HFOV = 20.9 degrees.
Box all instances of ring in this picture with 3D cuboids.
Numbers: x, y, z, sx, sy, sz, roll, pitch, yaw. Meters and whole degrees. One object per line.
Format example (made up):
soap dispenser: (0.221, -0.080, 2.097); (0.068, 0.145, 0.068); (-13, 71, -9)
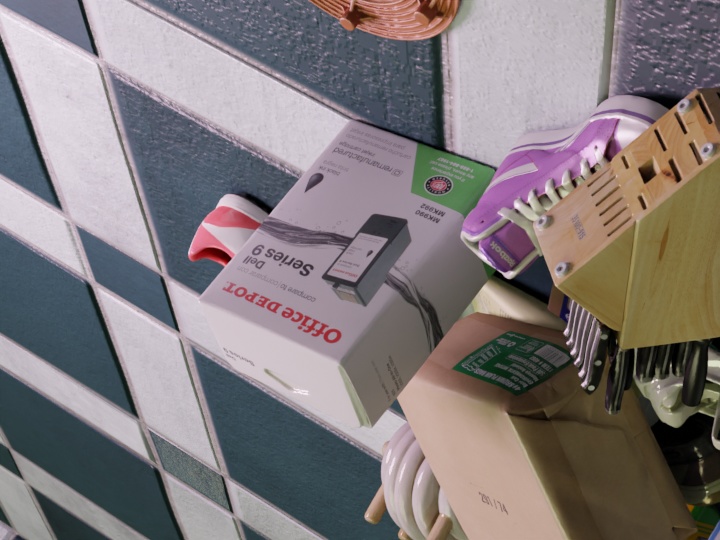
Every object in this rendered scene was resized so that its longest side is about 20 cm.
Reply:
ring: (-0.020, -0.225, 1.296); (0.200, 0.019, 0.200); (31, 156, 15)

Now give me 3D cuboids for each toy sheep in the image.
toy sheep: (0.078, 0.196, 1.796); (0.200, 0.138, 0.138); (23, 154, 48)

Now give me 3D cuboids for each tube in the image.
tube: (0.155, 0.056, 1.532); (0.200, 0.052, 0.058); (32, 115, 36)

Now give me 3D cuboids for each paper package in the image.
paper package: (0.134, 0.138, 1.494); (0.200, 0.103, 0.191); (15, 136, 63)

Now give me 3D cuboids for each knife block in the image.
knife block: (0.204, 0.002, 1.231); (0.176, 0.200, 0.064); (33, -153, -35)

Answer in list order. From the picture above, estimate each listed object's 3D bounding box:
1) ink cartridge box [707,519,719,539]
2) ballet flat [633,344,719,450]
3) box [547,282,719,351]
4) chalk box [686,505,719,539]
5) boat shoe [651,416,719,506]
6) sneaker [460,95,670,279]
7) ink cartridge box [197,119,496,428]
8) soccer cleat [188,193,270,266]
ink cartridge box: (0.342, 0.219, 1.423); (0.085, 0.145, 0.200); (15, 150, 43)
ballet flat: (0.246, 0.088, 1.348); (0.200, 0.069, 0.069); (23, 153, 31)
box: (0.231, 0.043, 1.411); (0.200, 0.032, 0.121); (31, 156, 15)
chalk box: (0.266, 0.288, 1.697); (0.124, 0.124, 0.200); (10, 144, 49)
boat shoe: (0.224, 0.131, 1.546); (0.201, 0.072, 0.066); (15, 131, 58)
sneaker: (0.138, -0.043, 1.281); (0.073, 0.114, 0.200); (45, 155, -12)
ink cartridge box: (0.000, 0.000, 1.451); (0.146, 0.200, 0.084); (22, 151, 34)
soccer cleat: (-0.059, 0.014, 1.729); (0.200, 0.073, 0.068); (36, 157, 6)
